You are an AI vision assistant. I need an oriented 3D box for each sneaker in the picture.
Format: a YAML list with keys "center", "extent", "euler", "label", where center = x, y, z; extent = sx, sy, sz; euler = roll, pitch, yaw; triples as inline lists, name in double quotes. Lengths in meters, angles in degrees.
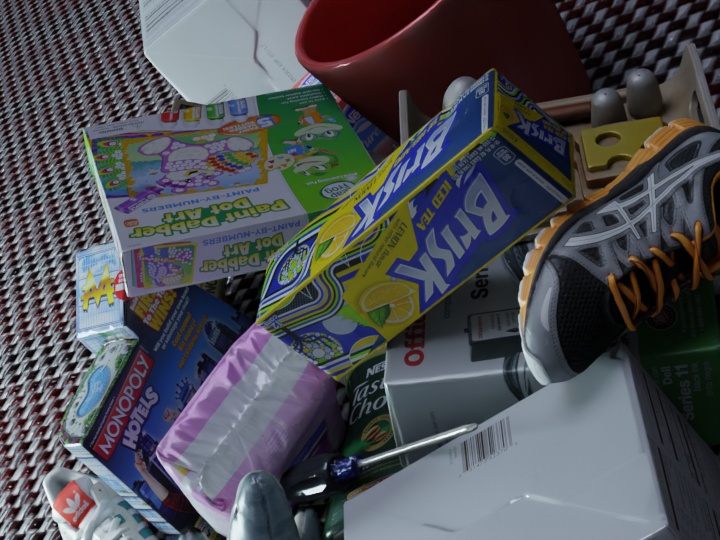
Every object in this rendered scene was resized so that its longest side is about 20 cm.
- center: [-0.191, 0.208, 1.305]
  extent: [0.070, 0.093, 0.200]
  euler: [-46, 28, -4]
  label: "sneaker"
- center: [0.162, -0.012, 0.969]
  extent: [0.077, 0.078, 0.200]
  euler: [19, 58, 44]
  label: "sneaker"

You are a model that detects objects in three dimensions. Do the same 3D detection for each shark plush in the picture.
- center: [-0.060, 0.223, 1.046]
  extent: [0.083, 0.091, 0.200]
  euler: [150, 123, -69]
  label: "shark plush"

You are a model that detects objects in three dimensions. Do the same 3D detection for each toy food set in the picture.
- center: [0.126, -0.089, 1.112]
  extent: [0.200, 0.060, 0.144]
  euler: [-10, 37, 7]
  label: "toy food set"

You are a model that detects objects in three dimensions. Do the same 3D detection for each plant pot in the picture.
- center: [0.079, -0.172, 1.380]
  extent: [0.200, 0.177, 0.200]
  euler: [-31, 30, 21]
  label: "plant pot"

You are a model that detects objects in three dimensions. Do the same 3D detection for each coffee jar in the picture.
- center: [0.036, 0.113, 1.151]
  extent: [0.104, 0.085, 0.200]
  euler: [-29, 31, 27]
  label: "coffee jar"

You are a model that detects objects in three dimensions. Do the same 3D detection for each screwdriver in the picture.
- center: [0.006, 0.112, 1.045]
  extent: [0.200, 0.029, 0.028]
  euler: [-33, 31, 55]
  label: "screwdriver"

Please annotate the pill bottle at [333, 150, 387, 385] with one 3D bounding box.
- center: [0.000, 0.000, 1.321]
  extent: [0.111, 0.111, 0.200]
  euler: [-35, 29, 16]
  label: "pill bottle"

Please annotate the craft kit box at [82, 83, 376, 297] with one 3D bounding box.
- center: [-0.094, -0.065, 1.292]
  extent: [0.200, 0.049, 0.198]
  euler: [-12, 36, -11]
  label: "craft kit box"

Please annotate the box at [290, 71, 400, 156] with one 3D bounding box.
- center: [-0.003, -0.133, 1.518]
  extent: [0.200, 0.095, 0.103]
  euler: [-44, 28, -1]
  label: "box"

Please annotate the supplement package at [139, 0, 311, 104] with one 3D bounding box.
- center: [-0.099, -0.225, 1.663]
  extent: [0.147, 0.191, 0.200]
  euler: [-36, 29, 12]
  label: "supplement package"

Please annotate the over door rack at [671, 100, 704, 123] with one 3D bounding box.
- center: [0.160, -0.052, 1.234]
  extent: [0.148, 0.067, 0.200]
  euler: [-42, 15, -10]
  label: "over door rack"

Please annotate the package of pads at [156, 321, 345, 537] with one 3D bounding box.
- center: [-0.071, 0.118, 1.189]
  extent: [0.121, 0.076, 0.200]
  euler: [-51, -12, -12]
  label: "package of pads"

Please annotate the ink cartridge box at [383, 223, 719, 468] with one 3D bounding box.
- center: [0.119, 0.040, 1.068]
  extent: [0.200, 0.083, 0.147]
  euler: [-8, 39, 10]
  label: "ink cartridge box"

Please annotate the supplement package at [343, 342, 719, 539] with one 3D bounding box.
- center: [0.102, 0.166, 0.966]
  extent: [0.200, 0.111, 0.156]
  euler: [-32, 29, 19]
  label: "supplement package"

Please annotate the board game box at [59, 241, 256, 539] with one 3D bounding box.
- center: [-0.154, 0.083, 1.313]
  extent: [0.062, 0.200, 0.200]
  euler: [-14, 40, 41]
  label: "board game box"

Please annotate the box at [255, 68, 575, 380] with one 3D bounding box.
- center: [0.031, -0.024, 1.010]
  extent: [0.200, 0.070, 0.064]
  euler: [-39, 26, 30]
  label: "box"

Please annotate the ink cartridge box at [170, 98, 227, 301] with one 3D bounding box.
- center: [-0.145, -0.015, 1.454]
  extent: [0.165, 0.075, 0.200]
  euler: [-84, 6, -50]
  label: "ink cartridge box"
